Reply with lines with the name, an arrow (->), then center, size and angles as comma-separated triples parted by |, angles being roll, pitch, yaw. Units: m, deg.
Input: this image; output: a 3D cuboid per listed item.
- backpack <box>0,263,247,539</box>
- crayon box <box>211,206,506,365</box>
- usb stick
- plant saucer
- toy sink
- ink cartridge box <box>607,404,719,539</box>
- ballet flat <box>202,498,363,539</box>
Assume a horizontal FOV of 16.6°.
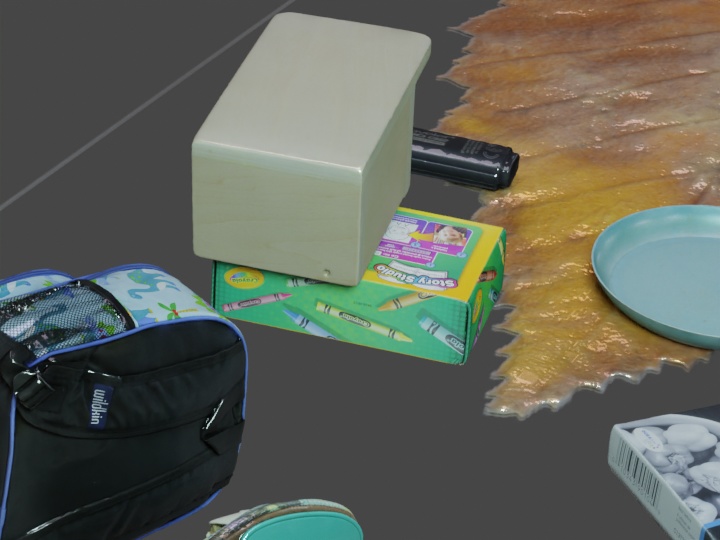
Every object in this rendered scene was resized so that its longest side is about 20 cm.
backpack -> -0.180, 0.084, 1.589 | 0.200, 0.183, 0.147 | -16, 37, -38
crayon box -> 0.000, 0.000, 1.868 | 0.199, 0.058, 0.119 | 12, 32, 12
usb stick -> 0.032, -0.103, 2.070 | 0.199, 0.033, 0.055 | 12, 25, 13
plant saucer -> 0.277, 0.009, 1.919 | 0.200, 0.027, 0.200 | 2, 31, -2
toy sink -> -0.033, -0.091, 1.852 | 0.130, 0.112, 0.200 | 10, 37, 12
ink cartridge box -> 0.300, 0.154, 1.667 | 0.200, 0.043, 0.198 | -9, 33, -23
ballet flat -> -0.091, 0.190, 1.548 | 0.200, 0.069, 0.071 | -24, 22, -38
